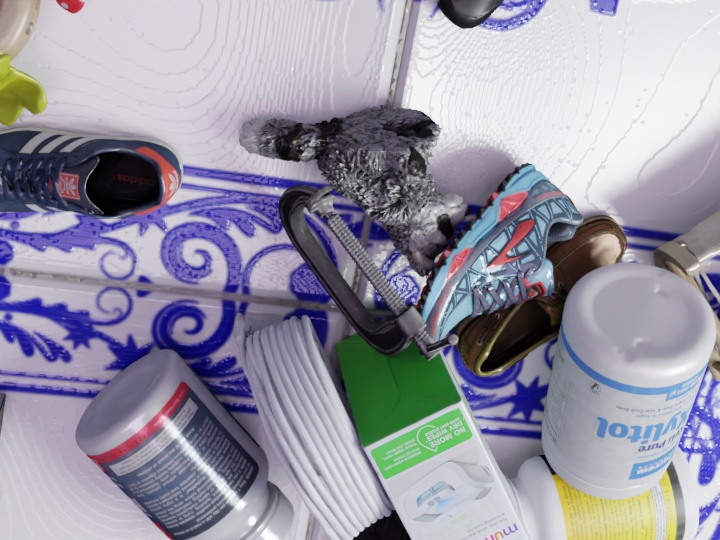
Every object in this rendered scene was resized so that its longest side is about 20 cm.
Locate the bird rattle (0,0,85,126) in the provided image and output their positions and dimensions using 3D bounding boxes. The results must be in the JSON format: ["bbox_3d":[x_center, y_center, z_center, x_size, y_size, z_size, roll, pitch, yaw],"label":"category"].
[{"bbox_3d":[-0.296,-0.213,0.784,0.162,0.113,0.201,25,102,0],"label":"bird rattle"}]

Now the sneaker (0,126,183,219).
[{"bbox_3d":[-0.249,-0.077,0.845,0.198,0.085,0.076,-5,111,-7],"label":"sneaker"}]

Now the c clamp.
[{"bbox_3d":[0.000,0.000,0.861,0.027,0.171,0.200,-36,82,-20],"label":"c clamp"}]

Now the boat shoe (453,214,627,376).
[{"bbox_3d":[0.180,0.031,0.965,0.200,0.068,0.072,-43,109,7],"label":"boat shoe"}]

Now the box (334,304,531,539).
[{"bbox_3d":[0.065,0.157,0.923,0.096,0.200,0.177,-25,113,2],"label":"box"}]

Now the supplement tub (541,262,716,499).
[{"bbox_3d":[0.240,0.103,0.932,0.131,0.133,0.201,-9,136,-6],"label":"supplement tub"}]

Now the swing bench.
[{"bbox_3d":[0.405,0.000,0.962,0.198,0.130,0.201,-31,107,4],"label":"swing bench"}]

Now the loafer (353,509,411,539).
[{"bbox_3d":[0.079,0.275,1.003,0.071,0.199,0.073,45,56,-36],"label":"loafer"}]

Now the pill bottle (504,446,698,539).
[{"bbox_3d":[0.227,0.237,1.025,0.198,0.113,0.113,-9,112,-6],"label":"pill bottle"}]

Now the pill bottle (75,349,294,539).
[{"bbox_3d":[-0.155,0.183,0.938,0.119,0.120,0.200,-36,111,5],"label":"pill bottle"}]

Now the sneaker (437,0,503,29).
[{"bbox_3d":[0.130,-0.289,0.826,0.075,0.088,0.201,27,104,-18],"label":"sneaker"}]

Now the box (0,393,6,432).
[{"bbox_3d":[-0.437,0.178,0.929,0.198,0.048,0.160,11,109,-13],"label":"box"}]

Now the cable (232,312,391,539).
[{"bbox_3d":[-0.037,0.139,0.898,0.069,0.200,0.201,-26,116,-2],"label":"cable"}]

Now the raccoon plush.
[{"bbox_3d":[-0.002,-0.072,0.909,0.198,0.097,0.135,11,126,18],"label":"raccoon plush"}]

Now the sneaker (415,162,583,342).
[{"bbox_3d":[0.125,-0.002,0.891,0.095,0.079,0.200,37,74,11],"label":"sneaker"}]
